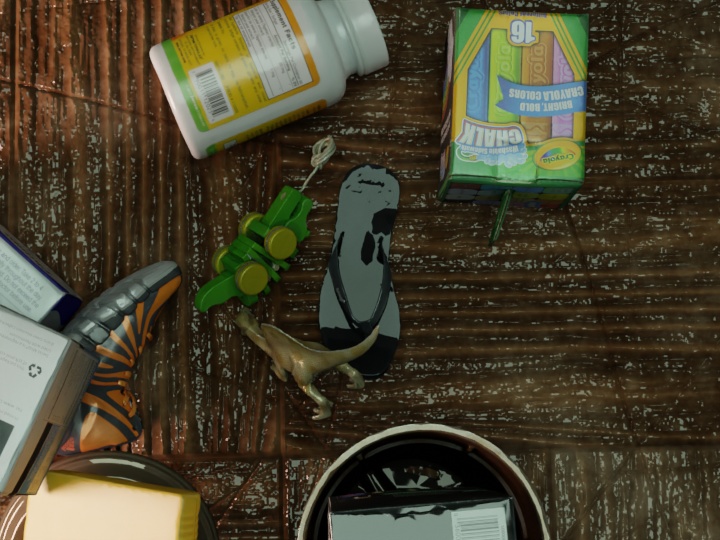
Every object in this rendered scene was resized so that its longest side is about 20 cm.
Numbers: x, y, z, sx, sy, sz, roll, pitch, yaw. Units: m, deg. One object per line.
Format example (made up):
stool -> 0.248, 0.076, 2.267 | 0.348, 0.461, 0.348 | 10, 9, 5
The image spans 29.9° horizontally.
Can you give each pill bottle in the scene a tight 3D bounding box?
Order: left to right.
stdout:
pill bottle -> -0.081, -0.188, 1.232 | 0.199, 0.111, 0.111 | -23, 84, -4

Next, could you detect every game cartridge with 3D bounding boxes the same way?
game cartridge -> -0.208, 0.270, 1.097 | 0.176, 0.032, 0.201 | 3, 87, 34

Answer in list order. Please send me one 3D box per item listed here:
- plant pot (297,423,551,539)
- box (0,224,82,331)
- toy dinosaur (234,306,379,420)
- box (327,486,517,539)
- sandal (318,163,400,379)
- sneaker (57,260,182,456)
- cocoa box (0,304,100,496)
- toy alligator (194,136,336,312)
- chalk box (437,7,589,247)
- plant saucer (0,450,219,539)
plant pot -> 0.048, 0.230, 1.140 | 0.199, 0.198, 0.201 | 0, 84, -1
box -> -0.384, 0.039, 1.201 | 0.184, 0.105, 0.200 | 41, 85, 4
toy dinosaur -> -0.045, 0.081, 1.185 | 0.058, 0.200, 0.101 | -53, 126, -23
box -> 0.041, 0.230, 0.940 | 0.124, 0.200, 0.149 | -4, 83, -3
sandal -> -0.001, 0.000, 1.244 | 0.076, 0.043, 0.201 | 0, 83, -1
sneaker -> -0.219, 0.086, 1.222 | 0.200, 0.078, 0.112 | -43, 107, -18
cocoa box -> -0.332, 0.082, 1.075 | 0.199, 0.131, 0.134 | 24, 81, 4
toy alligator -> -0.074, -0.031, 1.245 | 0.200, 0.059, 0.054 | -51, 129, -8
chalk box -> 0.137, -0.122, 1.223 | 0.123, 0.125, 0.201 | 2, 84, -1
plant saucer -> -0.223, 0.257, 1.187 | 0.199, 0.029, 0.201 | -1, 102, -6
